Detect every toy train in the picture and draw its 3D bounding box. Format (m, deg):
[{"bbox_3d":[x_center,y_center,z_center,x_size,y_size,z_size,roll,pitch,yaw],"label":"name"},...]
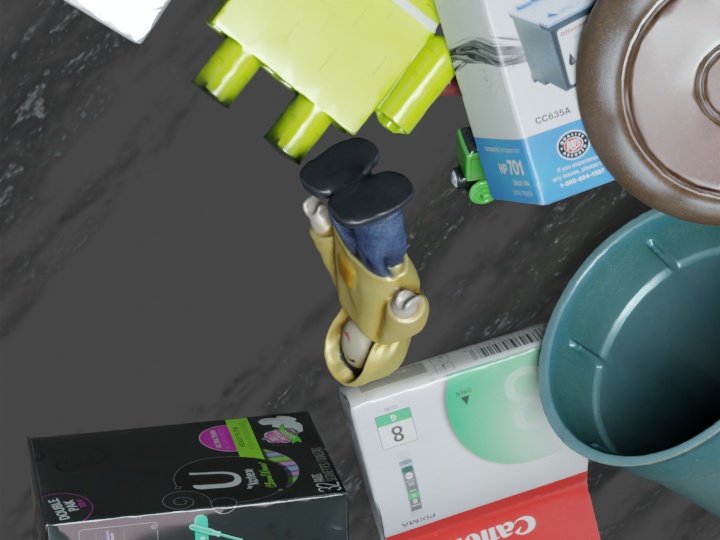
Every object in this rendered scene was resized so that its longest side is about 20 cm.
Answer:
[{"bbox_3d":[0.158,-0.090,1.612,0.200,0.042,0.056,-11,137,-9],"label":"toy train"}]

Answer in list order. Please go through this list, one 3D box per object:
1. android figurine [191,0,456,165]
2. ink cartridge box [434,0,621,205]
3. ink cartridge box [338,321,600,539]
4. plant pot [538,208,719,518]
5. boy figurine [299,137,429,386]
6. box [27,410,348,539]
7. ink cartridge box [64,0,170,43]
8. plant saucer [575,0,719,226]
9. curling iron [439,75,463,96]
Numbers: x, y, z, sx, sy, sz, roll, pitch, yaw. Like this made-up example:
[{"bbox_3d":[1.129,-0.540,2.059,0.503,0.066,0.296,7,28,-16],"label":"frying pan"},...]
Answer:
[{"bbox_3d":[-0.015,-0.174,1.540,0.182,0.041,0.200,40,89,-15],"label":"android figurine"},{"bbox_3d":[0.135,-0.159,1.524,0.146,0.086,0.200,-21,103,-16],"label":"ink cartridge box"},{"bbox_3d":[0.087,0.152,1.680,0.161,0.050,0.200,-18,108,-6],"label":"ink cartridge box"},{"bbox_3d":[0.260,0.083,1.614,0.200,0.200,0.196,-49,128,6],"label":"plant pot"},{"bbox_3d":[0.000,0.000,1.579,0.064,0.124,0.200,-29,146,-21],"label":"boy figurine"},{"bbox_3d":[-0.118,0.185,1.589,0.200,0.149,0.124,-5,110,-11],"label":"box"},{"bbox_3d":[-0.180,-0.263,1.486,0.200,0.057,0.163,30,99,-24],"label":"ink cartridge box"},{"bbox_3d":[0.235,-0.119,1.465,0.200,0.032,0.200,0,109,-1],"label":"plant saucer"},{"bbox_3d":[0.057,-0.139,1.592,0.200,0.026,0.050,2,86,-8],"label":"curling iron"}]
